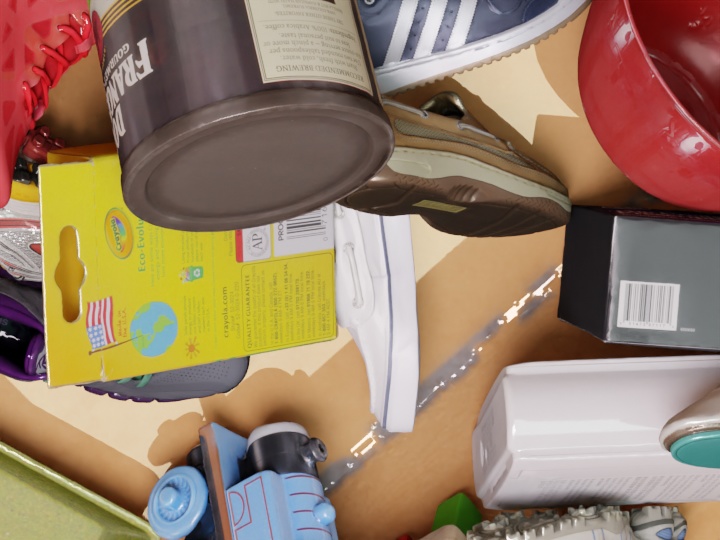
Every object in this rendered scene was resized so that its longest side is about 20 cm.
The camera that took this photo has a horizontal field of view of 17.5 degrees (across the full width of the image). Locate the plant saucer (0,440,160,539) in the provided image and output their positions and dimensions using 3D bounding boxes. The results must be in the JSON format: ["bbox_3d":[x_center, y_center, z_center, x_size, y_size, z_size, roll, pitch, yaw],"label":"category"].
[{"bbox_3d":[-0.256,0.188,1.445,0.199,0.048,0.201,30,100,-13],"label":"plant saucer"}]

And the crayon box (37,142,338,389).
[{"bbox_3d":[-0.106,-0.012,1.323,0.199,0.051,0.128,-8,102,-39],"label":"crayon box"}]

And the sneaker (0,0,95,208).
[{"bbox_3d":[-0.173,-0.125,1.311,0.115,0.078,0.201,2,70,-13],"label":"sneaker"}]

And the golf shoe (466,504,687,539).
[{"bbox_3d":[0.137,0.190,1.406,0.199,0.078,0.098,9,78,-50],"label":"golf shoe"}]

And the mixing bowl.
[{"bbox_3d":[0.199,-0.109,1.347,0.200,0.201,0.108,34,138,-13],"label":"mixing bowl"}]

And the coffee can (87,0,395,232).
[{"bbox_3d":[-0.074,-0.141,1.251,0.145,0.147,0.201,-13,69,-1],"label":"coffee can"}]

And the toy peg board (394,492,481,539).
[{"bbox_3d":[0.046,0.257,1.477,0.199,0.098,0.200,-33,107,25],"label":"toy peg board"}]

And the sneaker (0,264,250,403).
[{"bbox_3d":[-0.164,0.051,1.392,0.199,0.088,0.075,11,111,-8],"label":"sneaker"}]

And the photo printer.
[{"bbox_3d":[0.174,0.098,1.402,0.199,0.166,0.070,-2,74,-4],"label":"photo printer"}]

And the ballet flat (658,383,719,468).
[{"bbox_3d":[0.253,0.080,1.306,0.199,0.069,0.070,6,106,-20],"label":"ballet flat"}]

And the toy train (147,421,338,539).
[{"bbox_3d":[-0.057,0.180,1.392,0.114,0.201,0.087,-28,143,23],"label":"toy train"}]

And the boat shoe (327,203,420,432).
[{"bbox_3d":[0.000,0.000,1.410,0.065,0.074,0.201,-5,96,0],"label":"boat shoe"}]

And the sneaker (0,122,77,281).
[{"bbox_3d":[-0.171,-0.030,1.387,0.199,0.078,0.082,26,128,-16],"label":"sneaker"}]

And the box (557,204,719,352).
[{"bbox_3d":[0.229,0.007,1.386,0.199,0.141,0.079,4,91,-7],"label":"box"}]

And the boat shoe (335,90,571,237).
[{"bbox_3d":[0.056,-0.068,1.358,0.071,0.200,0.077,-18,71,33],"label":"boat shoe"}]

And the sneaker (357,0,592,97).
[{"bbox_3d":[0.032,-0.168,1.359,0.199,0.070,0.109,-20,108,4],"label":"sneaker"}]
